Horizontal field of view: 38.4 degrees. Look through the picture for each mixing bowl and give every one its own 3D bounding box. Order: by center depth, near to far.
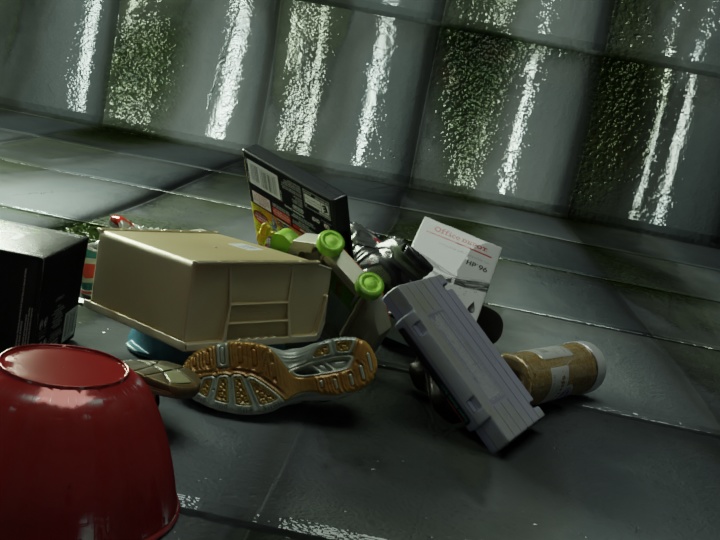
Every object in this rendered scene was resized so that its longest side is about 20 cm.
[{"bbox_3d":[-0.229,0.120,0.775,0.200,0.109,0.200,10,11,-2],"label":"mixing bowl"}]

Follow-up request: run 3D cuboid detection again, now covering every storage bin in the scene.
[{"bbox_3d":[-0.169,0.016,1.161,0.198,0.094,0.200,0,11,-45],"label":"storage bin"}]

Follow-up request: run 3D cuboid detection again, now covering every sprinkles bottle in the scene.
[{"bbox_3d":[0.225,0.125,1.251,0.068,0.068,0.200,19,13,37],"label":"sprinkles bottle"}]

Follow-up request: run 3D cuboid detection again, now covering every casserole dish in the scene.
[{"bbox_3d":[-0.177,0.075,1.216,0.200,0.039,0.121,1,14,-37],"label":"casserole dish"}]

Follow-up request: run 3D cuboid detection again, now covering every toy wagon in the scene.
[{"bbox_3d":[-0.046,0.014,1.228,0.040,0.155,0.200,-31,72,-35],"label":"toy wagon"}]

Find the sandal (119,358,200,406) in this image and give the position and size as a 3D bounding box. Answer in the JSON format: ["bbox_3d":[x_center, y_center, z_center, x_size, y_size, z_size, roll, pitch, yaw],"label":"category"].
[{"bbox_3d":[-0.227,0.111,0.978,0.200,0.054,0.080,1,-2,36],"label":"sandal"}]

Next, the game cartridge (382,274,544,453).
[{"bbox_3d":[0.111,0.097,1.117,0.200,0.038,0.130,55,30,12],"label":"game cartridge"}]

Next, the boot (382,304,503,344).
[{"bbox_3d":[0.099,0.068,1.433,0.199,0.074,0.075,4,7,-16],"label":"boot"}]

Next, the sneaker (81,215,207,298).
[{"bbox_3d":[-0.286,-0.035,1.373,0.199,0.094,0.070,-24,23,-31],"label":"sneaker"}]

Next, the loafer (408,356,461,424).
[{"bbox_3d":[0.096,0.123,1.193,0.073,0.071,0.200,42,18,-13],"label":"loafer"}]

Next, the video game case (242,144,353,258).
[{"bbox_3d":[-0.074,-0.046,1.295,0.025,0.181,0.200,-26,37,-29],"label":"video game case"}]

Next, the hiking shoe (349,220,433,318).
[{"bbox_3d":[0.000,0.000,1.319,0.076,0.101,0.200,42,-14,-31],"label":"hiking shoe"}]

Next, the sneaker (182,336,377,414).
[{"bbox_3d":[-0.085,0.115,1.068,0.199,0.076,0.088,-1,-17,-10],"label":"sneaker"}]

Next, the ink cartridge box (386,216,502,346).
[{"bbox_3d":[0.112,0.009,1.372,0.116,0.200,0.068,22,-31,1],"label":"ink cartridge box"}]

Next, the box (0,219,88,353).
[{"bbox_3d":[-0.412,0.013,1.089,0.199,0.125,0.149,12,11,0],"label":"box"}]
